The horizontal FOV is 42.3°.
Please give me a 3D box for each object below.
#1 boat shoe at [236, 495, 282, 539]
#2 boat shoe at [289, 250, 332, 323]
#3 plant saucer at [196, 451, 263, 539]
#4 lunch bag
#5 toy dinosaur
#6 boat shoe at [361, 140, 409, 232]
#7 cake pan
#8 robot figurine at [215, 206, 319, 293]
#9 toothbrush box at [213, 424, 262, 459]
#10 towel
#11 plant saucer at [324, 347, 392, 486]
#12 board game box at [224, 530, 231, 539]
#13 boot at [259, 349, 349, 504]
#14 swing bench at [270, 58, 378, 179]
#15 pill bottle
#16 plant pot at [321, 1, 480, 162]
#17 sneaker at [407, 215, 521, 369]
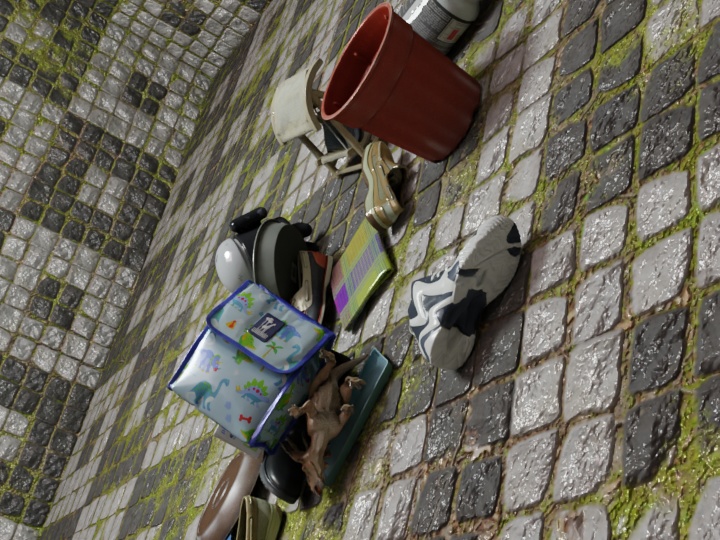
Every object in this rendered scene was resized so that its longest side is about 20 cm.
[{"bbox_3d":[-0.175,0.442,1.387,0.073,0.063,0.203,-17,52,61],"label":"boat shoe"},{"bbox_3d":[-0.092,0.054,1.620,0.071,0.062,0.202,119,162,-56],"label":"boat shoe"},{"bbox_3d":[-0.226,0.384,1.575,0.201,0.032,0.201,-56,10,15],"label":"plant saucer"},{"bbox_3d":[-0.152,0.135,1.350,0.201,0.169,0.128,-57,-22,-8],"label":"lunch bag"},{"bbox_3d":[-0.054,0.201,1.320,0.136,0.085,0.201,111,-178,-51],"label":"toy dinosaur"},{"bbox_3d":[0.051,-0.153,1.563,0.076,0.071,0.202,-33,41,29],"label":"boat shoe"},{"bbox_3d":[-0.133,0.006,1.664,0.036,0.201,0.202,-7,49,19],"label":"cake pan"},{"bbox_3d":[-0.183,-0.028,1.804,0.151,0.198,0.125,59,163,24],"label":"robot figurine"},{"bbox_3d":[-0.156,0.199,1.517,0.147,0.085,0.200,-62,0,5],"label":"toothbrush box"},{"bbox_3d":[0.000,0.000,1.546,0.144,0.023,0.201,-57,22,20],"label":"towel"},{"bbox_3d":[-0.011,0.211,1.334,0.202,0.019,0.070,-63,21,4],"label":"plant saucer"},{"bbox_3d":[-0.232,0.497,1.493,0.159,0.039,0.200,-59,11,7],"label":"board game box"},{"bbox_3d":[-0.077,0.229,1.407,0.201,0.065,0.165,-57,19,9],"label":"boot"},{"bbox_3d":[-0.064,-0.284,1.780,0.198,0.198,0.131,-2,63,67],"label":"swing bench"},{"bbox_3d":[0.136,-0.446,1.615,0.200,0.115,0.117,-46,27,37],"label":"pill bottle"},{"bbox_3d":[0.071,-0.280,1.461,0.201,0.194,0.202,-50,24,32],"label":"plant pot"},{"bbox_3d":[0.117,0.012,1.170,0.129,0.079,0.202,39,112,60],"label":"sneaker"}]
